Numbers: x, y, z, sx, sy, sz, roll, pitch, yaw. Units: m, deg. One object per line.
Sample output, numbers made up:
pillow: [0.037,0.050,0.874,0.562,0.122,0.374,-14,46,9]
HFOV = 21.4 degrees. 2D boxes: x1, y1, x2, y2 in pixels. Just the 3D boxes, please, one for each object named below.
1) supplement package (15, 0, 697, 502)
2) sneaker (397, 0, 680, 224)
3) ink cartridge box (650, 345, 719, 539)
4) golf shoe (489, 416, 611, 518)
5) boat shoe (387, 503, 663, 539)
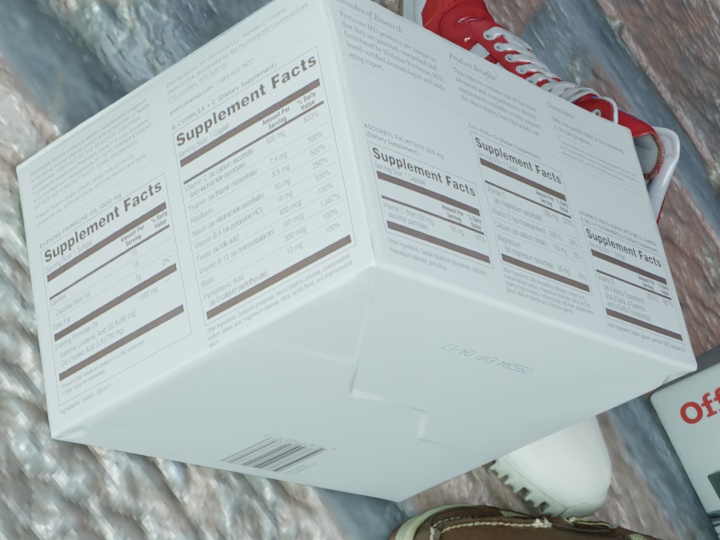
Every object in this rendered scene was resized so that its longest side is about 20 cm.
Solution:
supplement package: [0.000,0.000,0.714,0.200,0.155,0.111,19,52,-48]
sneaker: [0.090,-0.087,0.953,0.071,0.112,0.201,13,56,-51]
ink cartridge box: [0.268,0.118,1.024,0.083,0.146,0.201,-20,82,-57]
golf shoe: [0.079,0.017,0.875,0.201,0.097,0.078,63,30,-2]
boat shoe: [0.094,0.133,0.826,0.202,0.075,0.075,18,52,-48]
